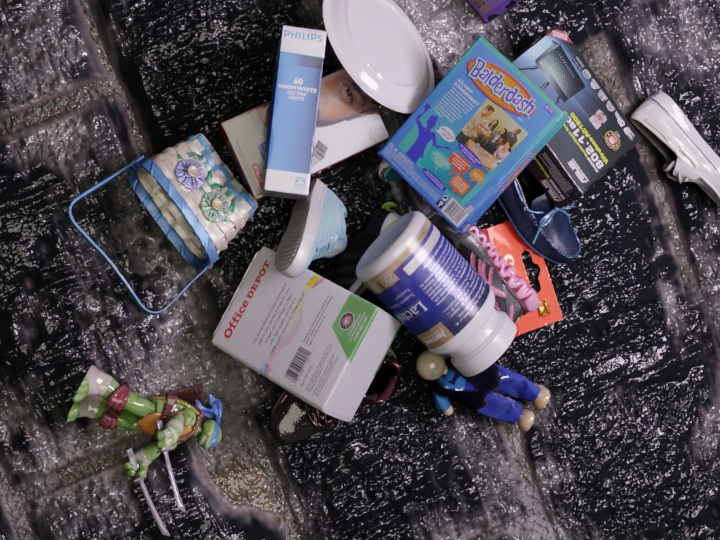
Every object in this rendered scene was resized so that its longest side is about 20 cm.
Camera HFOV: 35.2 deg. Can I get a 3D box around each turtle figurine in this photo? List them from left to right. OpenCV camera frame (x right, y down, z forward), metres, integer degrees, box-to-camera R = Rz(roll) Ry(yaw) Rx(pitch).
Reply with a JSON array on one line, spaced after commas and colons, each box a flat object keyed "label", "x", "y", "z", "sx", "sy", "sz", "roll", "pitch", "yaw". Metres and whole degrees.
[{"label": "turtle figurine", "x": -0.285, "y": 0.221, "z": 1.449, "sx": 0.192, "sy": 0.144, "sz": 0.202, "roll": 26, "pitch": 84, "yaw": -6}]

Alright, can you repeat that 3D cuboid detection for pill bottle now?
[{"label": "pill bottle", "x": 0.098, "y": 0.032, "z": 1.437, "sx": 0.116, "sy": 0.116, "sz": 0.200, "roll": -46, "pitch": 101, "yaw": -5}]

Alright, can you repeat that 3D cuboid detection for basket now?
[{"label": "basket", "x": -0.247, "y": -0.069, "z": 1.445, "sx": 0.200, "sy": 0.139, "sz": 0.177, "roll": -42, "pitch": 99, "yaw": -16}]

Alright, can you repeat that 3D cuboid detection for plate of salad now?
[{"label": "plate of salad", "x": 0.020, "y": -0.291, "z": 1.489, "sx": 0.199, "sy": 0.048, "sz": 0.202, "roll": 27, "pitch": 49, "yaw": -35}]

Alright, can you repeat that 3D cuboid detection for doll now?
[{"label": "doll", "x": 0.160, "y": 0.149, "z": 1.538, "sx": 0.198, "sy": 0.049, "sz": 0.137, "roll": 22, "pitch": 113, "yaw": -24}]

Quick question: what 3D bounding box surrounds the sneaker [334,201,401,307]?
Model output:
[{"label": "sneaker", "x": 0.000, "y": 0.000, "z": 1.537, "sx": 0.083, "sy": 0.072, "sz": 0.201, "roll": 42, "pitch": 100, "yaw": 34}]

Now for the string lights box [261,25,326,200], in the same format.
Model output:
[{"label": "string lights box", "x": -0.085, "y": -0.194, "z": 1.424, "sx": 0.058, "sy": 0.103, "sz": 0.203, "roll": 7, "pitch": 90, "yaw": -7}]

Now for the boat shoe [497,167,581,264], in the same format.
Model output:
[{"label": "boat shoe", "x": 0.236, "y": -0.093, "z": 1.550, "sx": 0.200, "sy": 0.068, "sz": 0.084, "roll": 46, "pitch": 53, "yaw": -10}]

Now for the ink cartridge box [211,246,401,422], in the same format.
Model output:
[{"label": "ink cartridge box", "x": -0.071, "y": 0.080, "z": 1.459, "sx": 0.199, "sy": 0.084, "sz": 0.146, "roll": 27, "pitch": 87, "yaw": 30}]

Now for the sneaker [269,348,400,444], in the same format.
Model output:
[{"label": "sneaker", "x": -0.031, "y": 0.166, "z": 1.500, "sx": 0.199, "sy": 0.115, "sz": 0.076, "roll": -36, "pitch": 102, "yaw": -7}]

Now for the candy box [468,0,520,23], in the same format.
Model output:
[{"label": "candy box", "x": 0.151, "y": -0.437, "z": 1.486, "sx": 0.071, "sy": 0.168, "sz": 0.201, "roll": -40, "pitch": 98, "yaw": -6}]

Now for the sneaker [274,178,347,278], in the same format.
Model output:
[{"label": "sneaker", "x": -0.051, "y": -0.045, "z": 1.461, "sx": 0.082, "sy": 0.201, "sz": 0.074, "roll": 35, "pitch": 124, "yaw": -14}]

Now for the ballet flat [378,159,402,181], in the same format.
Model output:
[{"label": "ballet flat", "x": 0.104, "y": -0.183, "z": 1.547, "sx": 0.198, "sy": 0.076, "sz": 0.064, "roll": -24, "pitch": 65, "yaw": -12}]

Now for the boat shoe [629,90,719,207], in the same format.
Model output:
[{"label": "boat shoe", "x": 0.456, "y": -0.157, "z": 1.598, "sx": 0.066, "sy": 0.072, "sz": 0.201, "roll": -39, "pitch": 97, "yaw": -2}]

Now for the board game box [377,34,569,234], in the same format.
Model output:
[{"label": "board game box", "x": 0.143, "y": -0.172, "z": 1.445, "sx": 0.152, "sy": 0.045, "sz": 0.200, "roll": 45, "pitch": 100, "yaw": 14}]

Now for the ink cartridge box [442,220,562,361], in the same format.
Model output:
[{"label": "ink cartridge box", "x": 0.172, "y": 0.028, "z": 1.566, "sx": 0.198, "sy": 0.047, "sz": 0.162, "roll": -19, "pitch": 95, "yaw": -6}]

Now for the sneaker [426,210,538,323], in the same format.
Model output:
[{"label": "sneaker", "x": 0.147, "y": 0.008, "z": 1.510, "sx": 0.095, "sy": 0.079, "sz": 0.200, "roll": -45, "pitch": 103, "yaw": -6}]

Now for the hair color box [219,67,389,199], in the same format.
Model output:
[{"label": "hair color box", "x": -0.075, "y": -0.183, "z": 1.510, "sx": 0.198, "sy": 0.064, "sz": 0.112, "roll": -26, "pitch": 95, "yaw": -9}]

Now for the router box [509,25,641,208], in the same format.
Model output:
[{"label": "router box", "x": 0.266, "y": -0.208, "z": 1.530, "sx": 0.150, "sy": 0.062, "sz": 0.201, "roll": -40, "pitch": 94, "yaw": -31}]
